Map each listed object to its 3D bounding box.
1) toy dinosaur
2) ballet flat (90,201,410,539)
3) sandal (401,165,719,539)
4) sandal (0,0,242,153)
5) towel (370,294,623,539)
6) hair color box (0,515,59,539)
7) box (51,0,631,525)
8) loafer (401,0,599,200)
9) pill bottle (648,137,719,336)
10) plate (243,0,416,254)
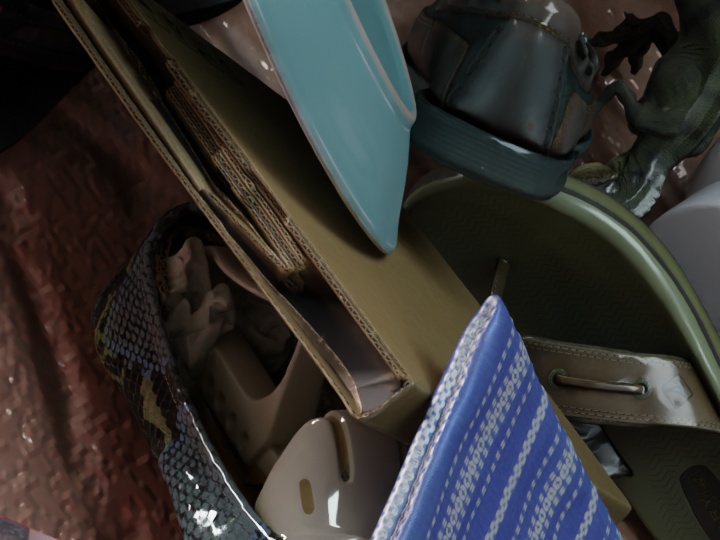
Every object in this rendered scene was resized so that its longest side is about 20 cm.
[{"bbox_3d":[0.125,-0.094,1.060,0.047,0.200,0.088,34,7,-35],"label":"toy dinosaur"},{"bbox_3d":[-0.022,0.051,0.834,0.074,0.075,0.200,2,37,-38],"label":"ballet flat"},{"bbox_3d":[0.086,0.046,0.972,0.201,0.080,0.057,52,49,-1],"label":"sandal"},{"bbox_3d":[-0.096,-0.096,0.934,0.075,0.048,0.200,52,45,1],"label":"sandal"},{"bbox_3d":[0.050,0.125,0.795,0.200,0.024,0.145,61,42,-42],"label":"towel"},{"bbox_3d":[-0.108,0.126,0.776,0.199,0.064,0.111,26,49,-26],"label":"hair color box"},{"bbox_3d":[0.000,0.000,0.868,0.164,0.021,0.200,53,8,25],"label":"box"},{"bbox_3d":[0.054,-0.073,0.961,0.071,0.063,0.200,22,13,-4],"label":"loafer"},{"bbox_3d":[0.187,-0.015,1.060,0.200,0.119,0.120,-28,83,-45],"label":"pill bottle"},{"bbox_3d":[-0.019,-0.102,0.847,0.200,0.025,0.201,-22,90,-83],"label":"plate"}]
